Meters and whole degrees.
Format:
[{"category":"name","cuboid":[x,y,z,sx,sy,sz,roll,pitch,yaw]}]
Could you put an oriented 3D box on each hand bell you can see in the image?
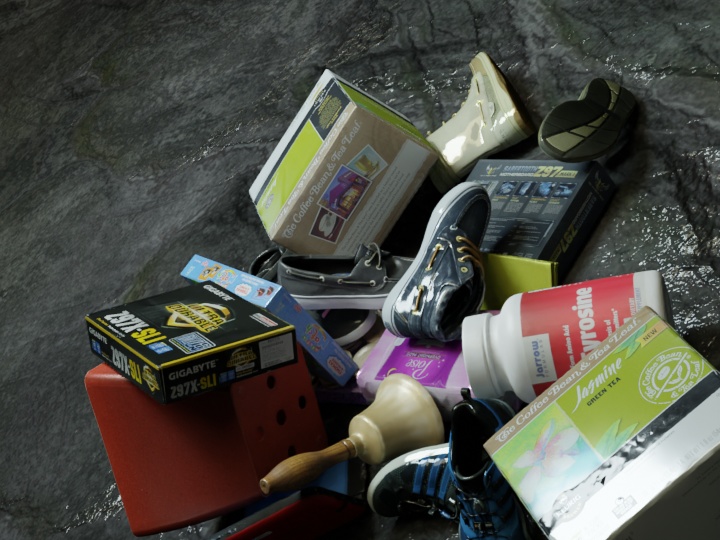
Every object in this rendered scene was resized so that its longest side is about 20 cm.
[{"category":"hand bell","cuboid":[-0.019,0.187,1.531,0.200,0.104,0.104,-21,16,-37]}]

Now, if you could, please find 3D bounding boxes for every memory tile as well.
[{"category":"memory tile","cuboid":[-0.032,0.085,1.785,0.200,0.017,0.153,-14,41,36]}]

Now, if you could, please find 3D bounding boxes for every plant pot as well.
[{"category":"plant pot","cuboid":[-0.155,0.168,1.660,0.176,0.200,0.200,-5,16,35]}]

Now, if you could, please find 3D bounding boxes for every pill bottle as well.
[{"category":"pill bottle","cuboid":[0.206,0.070,1.459,0.200,0.112,0.112,-11,41,15]}]

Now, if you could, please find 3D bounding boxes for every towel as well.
[{"category":"towel","cuboid":[0.149,0.021,1.670,0.018,0.086,0.200,-15,15,-37]}]

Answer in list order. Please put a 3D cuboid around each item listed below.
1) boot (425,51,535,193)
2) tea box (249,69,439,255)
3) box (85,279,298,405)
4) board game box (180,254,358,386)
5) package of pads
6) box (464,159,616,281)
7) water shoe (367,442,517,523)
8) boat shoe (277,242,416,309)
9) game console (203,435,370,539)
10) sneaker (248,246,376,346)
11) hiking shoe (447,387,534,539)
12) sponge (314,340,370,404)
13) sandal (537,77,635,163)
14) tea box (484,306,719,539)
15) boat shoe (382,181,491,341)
[{"category":"boot","cuboid":[0.135,-0.194,1.937,0.155,0.072,0.200,-37,32,14]},{"category":"tea box","cuboid":[-0.026,-0.123,1.901,0.200,0.134,0.197,-56,21,13]},{"category":"box","cuboid":[-0.185,0.073,1.600,0.160,0.049,0.200,-18,23,-27]},{"category":"board game box","cuboid":[-0.109,0.057,1.742,0.037,0.151,0.200,-52,34,-15]},{"category":"package of pads","cuboid":[0.101,0.104,1.615,0.200,0.076,0.121,2,50,48]},{"category":"box","cuboid":[0.181,-0.057,1.741,0.200,0.051,0.158,5,57,51]},{"category":"water shoe","cuboid":[0.090,0.220,1.495,0.200,0.072,0.079,-26,41,26]},{"category":"boat shoe","cuboid":[0.000,0.000,1.703,0.200,0.066,0.070,-2,31,12]},{"category":"game console","cuboid":[-0.100,0.252,1.629,0.200,0.172,0.119,-31,60,20]},{"category":"sneaker","cuboid":[-0.067,0.028,1.781,0.071,0.099,0.200,-50,35,-17]},{"category":"hiking shoe","cuboid":[0.112,0.216,1.403,0.074,0.087,0.200,-15,71,26]},{"category":"sponge","cuboid":[-0.036,0.108,1.804,0.200,0.030,0.112,-2,50,47]},{"category":"sandal","cuboid":[0.266,-0.165,1.737,0.201,0.080,0.057,-38,-18,-51]},{"category":"tea box","cuboid":[0.250,0.175,1.298,0.200,0.134,0.197,-41,31,2]},{"category":"boat shoe","cuboid":[0.109,-0.007,1.616,0.091,0.071,0.200,9,63,48]}]
